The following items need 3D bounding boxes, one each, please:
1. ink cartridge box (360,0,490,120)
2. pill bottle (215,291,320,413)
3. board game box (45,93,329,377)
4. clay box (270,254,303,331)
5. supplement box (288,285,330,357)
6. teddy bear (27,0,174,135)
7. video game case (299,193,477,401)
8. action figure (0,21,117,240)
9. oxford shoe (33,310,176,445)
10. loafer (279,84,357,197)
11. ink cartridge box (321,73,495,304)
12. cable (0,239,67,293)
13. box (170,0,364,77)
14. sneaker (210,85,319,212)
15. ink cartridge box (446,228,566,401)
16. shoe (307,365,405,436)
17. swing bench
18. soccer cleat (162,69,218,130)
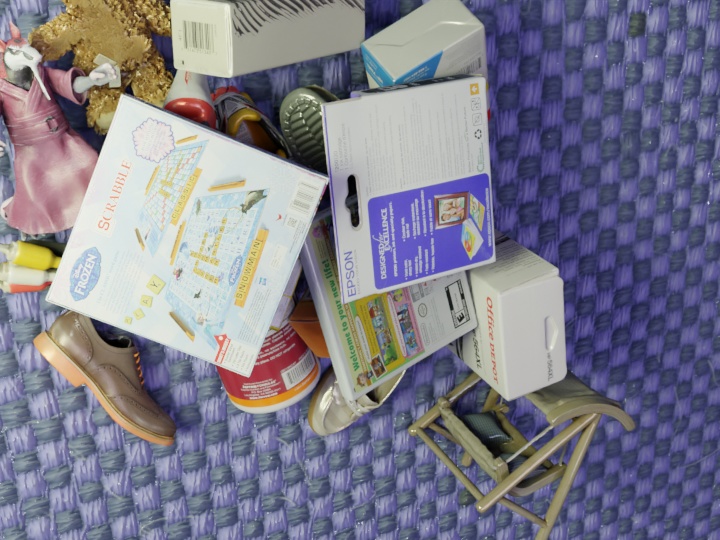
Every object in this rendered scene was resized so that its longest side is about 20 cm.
[{"bbox_3d":[0.077,-0.191,1.149,0.116,0.067,0.200,-33,151,-10],"label":"ink cartridge box"},{"bbox_3d":[-0.122,0.048,1.156,0.113,0.113,0.201,-25,120,-14],"label":"pill bottle"},{"bbox_3d":[-0.157,-0.031,0.960,0.199,0.041,0.201,22,97,-8],"label":"board game box"},{"bbox_3d":[-0.155,-0.024,1.033,0.199,0.048,0.115,20,92,-24],"label":"clay box"},{"bbox_3d":[0.000,0.000,1.168,0.067,0.069,0.200,53,52,-32],"label":"supplement box"},{"bbox_3d":[-0.245,-0.228,1.014,0.145,0.067,0.200,-34,129,2],"label":"teddy bear"},{"bbox_3d":[0.031,0.009,1.102,0.182,0.022,0.201,-28,115,-27],"label":"video game case"},{"bbox_3d":[-0.296,-0.135,0.987,0.134,0.149,0.201,-22,112,-21],"label":"action figure"},{"bbox_3d":[-0.259,0.118,1.146,0.073,0.071,0.200,-46,123,-7],"label":"oxford shoe"},{"bbox_3d":[-0.010,-0.127,1.118,0.075,0.070,0.200,-27,126,28],"label":"loafer"},{"bbox_3d":[0.045,-0.085,1.050,0.199,0.043,0.199,-15,108,-32],"label":"ink cartridge box"},{"bbox_3d":[-0.280,0.006,1.068,0.199,0.051,0.097,8,145,-20],"label":"cable"},{"bbox_3d":[-0.085,-0.239,1.021,0.200,0.082,0.069,-27,124,-48],"label":"box"},{"bbox_3d":[-0.101,-0.098,1.120,0.078,0.082,0.200,-38,123,-7],"label":"sneaker"},{"bbox_3d":[0.149,0.037,1.231,0.084,0.200,0.147,-19,118,-18],"label":"ink cartridge box"},{"bbox_3d":[0.010,0.127,1.290,0.070,0.053,0.200,39,91,-33],"label":"shoe"},{"bbox_3d":[0.199,0.194,1.325,0.130,0.199,0.200,34,94,-33],"label":"swing bench"},{"bbox_3d":[-0.170,-0.123,1.065,0.068,0.086,0.200,2,148,-5],"label":"soccer cleat"}]
